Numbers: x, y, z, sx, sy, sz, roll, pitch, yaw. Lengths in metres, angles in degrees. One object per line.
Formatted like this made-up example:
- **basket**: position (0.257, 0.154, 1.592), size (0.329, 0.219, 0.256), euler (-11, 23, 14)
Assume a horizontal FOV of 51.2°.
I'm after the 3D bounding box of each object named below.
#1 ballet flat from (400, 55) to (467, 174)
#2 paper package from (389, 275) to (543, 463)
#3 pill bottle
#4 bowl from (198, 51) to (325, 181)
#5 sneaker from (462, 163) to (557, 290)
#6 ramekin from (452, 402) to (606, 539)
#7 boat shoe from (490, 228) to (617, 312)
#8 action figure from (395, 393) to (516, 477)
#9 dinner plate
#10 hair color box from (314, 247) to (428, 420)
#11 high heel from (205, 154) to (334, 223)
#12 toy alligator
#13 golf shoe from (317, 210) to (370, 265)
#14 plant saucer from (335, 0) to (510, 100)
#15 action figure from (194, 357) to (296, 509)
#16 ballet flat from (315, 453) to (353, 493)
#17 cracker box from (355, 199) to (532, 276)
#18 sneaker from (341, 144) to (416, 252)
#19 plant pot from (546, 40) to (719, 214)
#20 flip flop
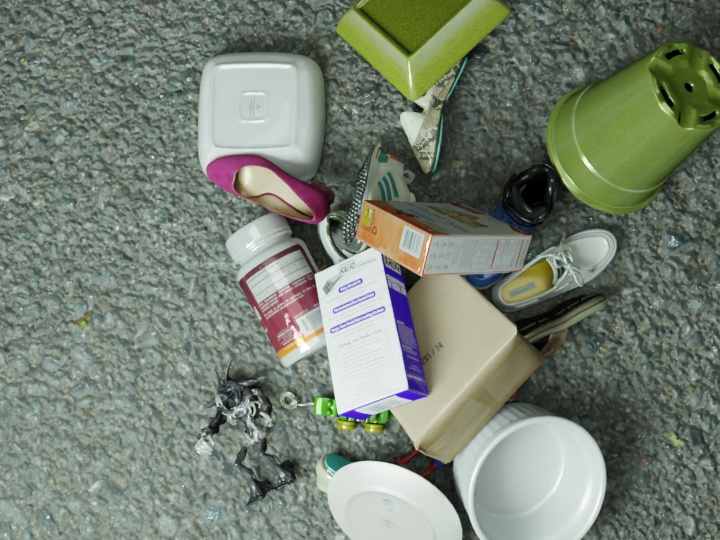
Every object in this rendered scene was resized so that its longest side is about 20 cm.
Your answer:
- **ballet flat**: position (0.099, -0.245, 1.115), size (0.074, 0.068, 0.203), euler (18, 82, -8)
- **paper package**: position (0.112, 0.120, 1.026), size (0.200, 0.103, 0.191), euler (-47, 46, 3)
- **pill bottle**: position (-0.108, 0.026, 1.086), size (0.113, 0.114, 0.202), euler (-29, 84, 1)
- **bowl**: position (-0.154, -0.238, 1.132), size (0.197, 0.075, 0.203), euler (1, 84, 3)
- **sneaker**: position (0.211, -0.065, 1.070), size (0.076, 0.111, 0.201), euler (38, 89, 10)
- **ramekin**: position (0.223, 0.279, 1.023), size (0.197, 0.098, 0.204), euler (-2, 100, -13)
- **boat shoe**: position (0.281, -0.003, 1.074), size (0.200, 0.086, 0.075), euler (-24, 84, 2)
- **action figure**: position (0.146, 0.235, 1.086), size (0.199, 0.052, 0.066), euler (-38, 80, -2)
- **dinner plate**: position (0.042, 0.344, 1.033), size (0.197, 0.024, 0.202), euler (11, 123, 17)
- **hair color box**: position (0.012, 0.082, 0.987), size (0.108, 0.065, 0.202), euler (-23, 64, 25)
- **high heel**: position (-0.136, -0.116, 1.058), size (0.197, 0.096, 0.068), euler (11, 112, 8)
- **toy alligator**: position (-0.026, 0.201, 1.095), size (0.197, 0.054, 0.060), euler (5, 85, 4)
- **golf shoe**: position (0.000, 0.000, 1.090), size (0.078, 0.097, 0.201), euler (-37, 85, -1)
- **plant saucer**: position (0.084, -0.383, 1.107), size (0.199, 0.048, 0.200), euler (-42, 65, 0)
- **action figure**: position (-0.169, 0.230, 1.081), size (0.118, 0.102, 0.202), euler (-28, 85, 13)
- **ballet flat**: position (0.024, 0.330, 1.083), size (0.198, 0.069, 0.070), euler (25, 87, 8)
- **cracker box**: position (0.111, -0.045, 0.989), size (0.133, 0.198, 0.058), euler (31, 114, 44)
- **sneaker**: position (0.036, -0.095, 1.068), size (0.092, 0.071, 0.201), euler (23, 44, -10)
- **plant pot**: position (0.381, -0.201, 1.001), size (0.197, 0.190, 0.203), euler (4, 74, -14)
- **flip flop**: position (0.267, 0.093, 1.080), size (0.198, 0.081, 0.058), euler (-25, 99, -4)
